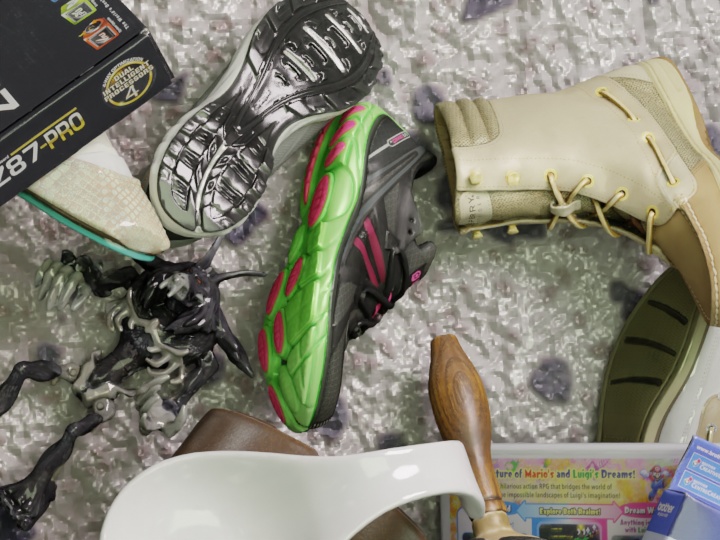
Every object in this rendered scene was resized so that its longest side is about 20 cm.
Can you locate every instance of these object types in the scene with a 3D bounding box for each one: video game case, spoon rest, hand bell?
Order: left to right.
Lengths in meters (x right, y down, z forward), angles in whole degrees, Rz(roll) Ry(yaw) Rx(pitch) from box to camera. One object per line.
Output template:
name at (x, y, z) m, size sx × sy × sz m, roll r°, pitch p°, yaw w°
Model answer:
spoon rest at (-0.033, 0.125, 1.140) m, size 0.200 × 0.061 × 0.100 m, roll -16°, pitch 68°, yaw -13°
hand bell at (0.070, 0.128, 1.278) m, size 0.104 × 0.104 × 0.200 m, roll -9°, pitch 66°, yaw -11°
video game case at (0.137, 0.189, 1.287) m, size 0.200 × 0.024 × 0.182 m, roll -3°, pitch 87°, yaw 31°

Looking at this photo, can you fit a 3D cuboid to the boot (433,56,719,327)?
boot at (0.131, -0.036, 1.293) m, size 0.155 × 0.073 × 0.200 m, roll -9°, pitch 50°, yaw -9°

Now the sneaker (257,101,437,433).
sneaker at (0.000, 0.000, 1.290) m, size 0.084 × 0.077 × 0.200 m, roll 24°, pitch 68°, yaw -19°

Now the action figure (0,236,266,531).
action figure at (-0.138, 0.050, 1.264) m, size 0.200 × 0.102 × 0.119 m, roll -44°, pitch 84°, yaw -8°

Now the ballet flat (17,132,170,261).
ballet flat at (-0.177, -0.069, 1.233) m, size 0.200 × 0.067 × 0.062 m, roll 26°, pitch 97°, yaw 28°

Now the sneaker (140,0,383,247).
sneaker at (-0.063, -0.087, 1.288) m, size 0.074 × 0.079 × 0.200 m, roll 47°, pitch 58°, yaw -8°

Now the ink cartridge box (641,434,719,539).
ink cartridge box at (0.190, 0.201, 1.203) m, size 0.119 × 0.042 × 0.200 m, roll 26°, pitch 81°, yaw -10°

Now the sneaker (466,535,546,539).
sneaker at (0.034, 0.211, 1.164) m, size 0.200 × 0.081 × 0.084 m, roll -40°, pitch 114°, yaw -23°

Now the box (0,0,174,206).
box at (-0.218, -0.122, 1.226) m, size 0.161 × 0.049 × 0.200 m, roll -37°, pitch 54°, yaw -7°

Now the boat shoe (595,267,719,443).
boat shoe at (0.183, 0.092, 1.341) m, size 0.068 × 0.075 × 0.200 m, roll 19°, pitch 90°, yaw -26°

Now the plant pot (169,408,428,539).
plant pot at (-0.071, 0.197, 1.233) m, size 0.200 × 0.200 × 0.198 m, roll 36°, pitch 74°, yaw -7°
